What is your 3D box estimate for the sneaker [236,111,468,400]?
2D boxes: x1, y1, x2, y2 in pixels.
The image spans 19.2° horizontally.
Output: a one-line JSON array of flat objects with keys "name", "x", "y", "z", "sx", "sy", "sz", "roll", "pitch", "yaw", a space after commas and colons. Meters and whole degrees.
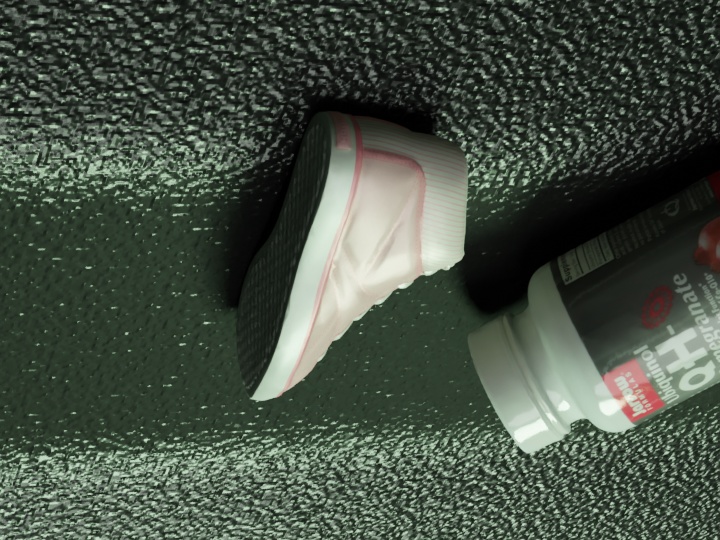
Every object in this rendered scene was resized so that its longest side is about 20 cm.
[{"name": "sneaker", "x": 0.000, "y": 0.000, "z": 1.171, "sx": 0.104, "sy": 0.076, "sz": 0.201, "roll": 4, "pitch": 134, "yaw": -22}]

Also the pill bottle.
[{"name": "pill bottle", "x": 0.168, "y": 0.027, "z": 1.260, "sx": 0.199, "sy": 0.111, "sz": 0.111, "roll": -29, "pitch": 144, "yaw": 11}]
